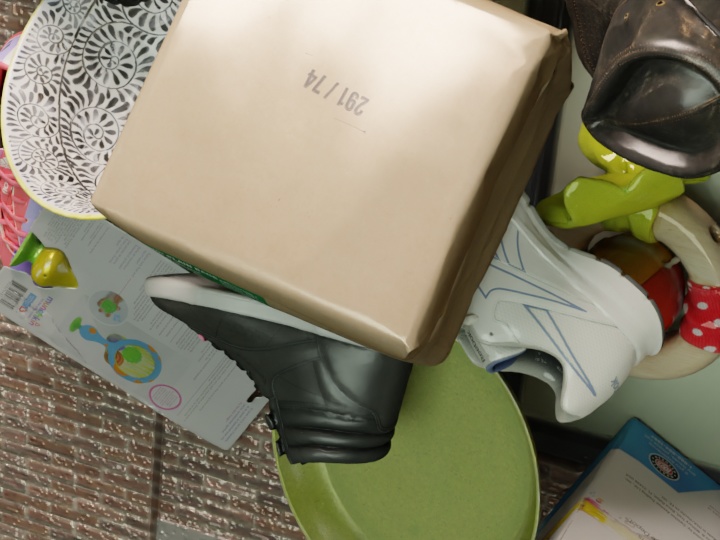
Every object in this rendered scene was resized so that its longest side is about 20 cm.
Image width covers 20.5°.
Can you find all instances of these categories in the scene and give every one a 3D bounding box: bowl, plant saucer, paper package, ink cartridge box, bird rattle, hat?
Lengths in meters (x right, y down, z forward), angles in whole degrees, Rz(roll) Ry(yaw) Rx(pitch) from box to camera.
[{"bbox_3d":[-0.117,-0.108,1.236,0.199,0.094,0.203,-13,63,27],"label":"bowl"},{"bbox_3d":[0.032,0.112,1.206,0.199,0.031,0.202,12,110,35],"label":"plant saucer"},{"bbox_3d":[-0.012,-0.069,1.069,0.199,0.103,0.192,24,84,15],"label":"paper package"},{"bbox_3d":[0.157,0.222,1.208,0.146,0.200,0.146,38,121,5],"label":"ink cartridge box"},{"bbox_3d":[0.185,0.001,1.185,0.200,0.113,0.163,44,137,-10],"label":"bird rattle"},{"bbox_3d":[0.167,-0.096,1.034,0.200,0.081,0.201,34,154,20],"label":"hat"}]

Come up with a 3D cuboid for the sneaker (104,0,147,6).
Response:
[{"bbox_3d":[-0.175,-0.215,1.209,0.199,0.080,0.075,17,161,47],"label":"sneaker"}]

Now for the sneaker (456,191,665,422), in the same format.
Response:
[{"bbox_3d":[0.075,0.003,1.123,0.199,0.087,0.075,37,160,9],"label":"sneaker"}]

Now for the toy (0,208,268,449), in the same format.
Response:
[{"bbox_3d":[-0.142,0.026,1.337,0.199,0.047,0.115,30,126,-15],"label":"toy"}]

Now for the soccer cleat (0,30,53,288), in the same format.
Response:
[{"bbox_3d":[-0.224,-0.064,1.330,0.066,0.076,0.202,16,116,17],"label":"soccer cleat"}]

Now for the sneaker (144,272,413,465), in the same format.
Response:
[{"bbox_3d":[-0.056,0.060,1.191,0.199,0.070,0.100,15,104,33],"label":"sneaker"}]
